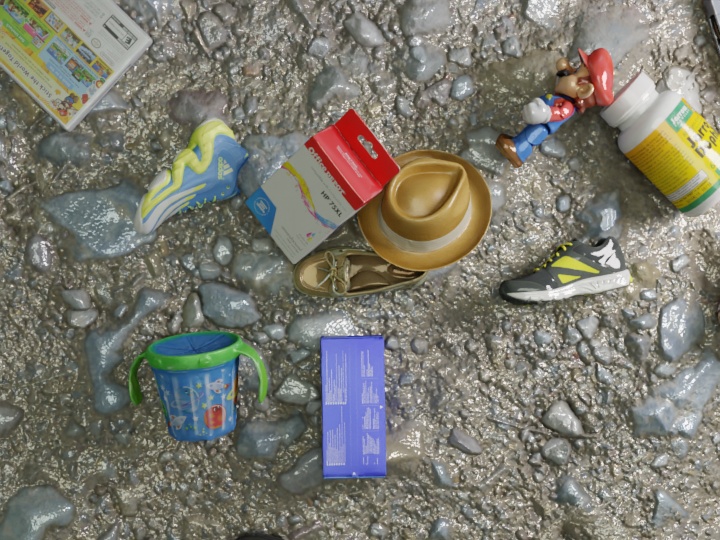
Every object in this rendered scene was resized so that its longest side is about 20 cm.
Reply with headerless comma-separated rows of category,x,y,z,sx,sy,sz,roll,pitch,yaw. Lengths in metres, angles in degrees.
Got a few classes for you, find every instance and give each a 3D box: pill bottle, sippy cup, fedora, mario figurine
pill bottle,0.439,-0.182,1.395,0.113,0.113,0.200,-45,91,-1
sippy cup,-0.228,0.165,1.380,0.139,0.176,0.132,-14,105,-44
fedora,0.092,-0.100,1.375,0.197,0.082,0.204,1,67,-2
mario figurine,0.267,-0.244,1.385,0.200,0.124,0.106,-42,128,13

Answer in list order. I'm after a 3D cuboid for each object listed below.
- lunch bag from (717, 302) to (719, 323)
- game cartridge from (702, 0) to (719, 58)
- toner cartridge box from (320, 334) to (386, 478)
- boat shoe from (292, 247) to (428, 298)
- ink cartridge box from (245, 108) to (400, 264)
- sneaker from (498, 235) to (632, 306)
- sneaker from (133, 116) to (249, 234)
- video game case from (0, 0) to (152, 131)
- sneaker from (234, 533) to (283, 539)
lunch bag,0.611,0.016,1.420,0.174,0.082,0.202,25,88,3
game cartridge,0.592,-0.335,1.437,0.131,0.042,0.203,-19,91,3
toner cartridge box,-0.011,0.196,1.421,0.093,0.043,0.203,0,90,0
boat shoe,0.000,0.000,1.410,0.197,0.063,0.075,-7,90,-1
ink cartridge box,-0.053,-0.116,1.359,0.200,0.067,0.117,-39,90,34
sneaker,0.291,0.000,1.420,0.197,0.074,0.086,-9,85,-10
sneaker,-0.234,-0.116,1.399,0.105,0.076,0.201,36,89,-2
video game case,-0.433,-0.336,1.420,0.200,0.023,0.182,43,89,-2
sneaker,-0.102,0.446,1.396,0.198,0.091,0.077,31,91,0
